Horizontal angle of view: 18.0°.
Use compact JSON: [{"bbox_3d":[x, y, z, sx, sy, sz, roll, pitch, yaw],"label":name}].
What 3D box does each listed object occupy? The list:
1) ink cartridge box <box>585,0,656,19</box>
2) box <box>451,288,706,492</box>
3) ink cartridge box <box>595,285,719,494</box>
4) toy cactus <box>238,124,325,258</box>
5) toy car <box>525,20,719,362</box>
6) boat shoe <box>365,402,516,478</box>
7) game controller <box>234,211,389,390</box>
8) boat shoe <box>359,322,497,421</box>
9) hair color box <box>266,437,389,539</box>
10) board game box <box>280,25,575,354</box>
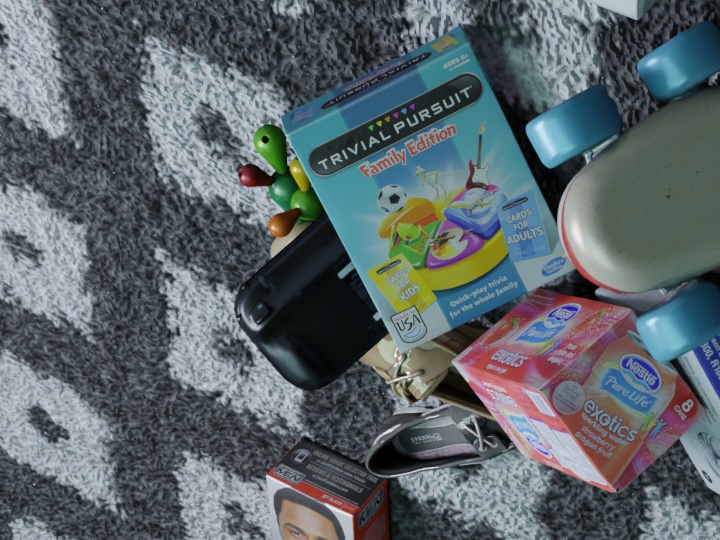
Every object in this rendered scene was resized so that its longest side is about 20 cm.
[{"bbox_3d":[0.127,-0.276,1.412,0.200,0.145,0.145,24,139,24],"label":"ink cartridge box"},{"bbox_3d":[0.161,0.087,1.701,0.103,0.095,0.200,53,170,-12],"label":"box"},{"bbox_3d":[0.269,0.100,1.653,0.200,0.041,0.200,58,168,-17],"label":"ink cartridge box"},{"bbox_3d":[-0.030,-0.025,1.847,0.200,0.102,0.165,39,154,-11],"label":"toy cactus"},{"bbox_3d":[0.207,-0.048,1.585,0.185,0.177,0.200,60,171,0],"label":"toy car"},{"bbox_3d":[0.080,0.141,1.918,0.200,0.057,0.067,-19,111,49],"label":"boat shoe"},{"bbox_3d":[0.000,0.000,1.760,0.104,0.200,0.042,51,174,-17],"label":"game controller"},{"bbox_3d":[0.050,0.069,1.804,0.199,0.065,0.071,17,145,-13],"label":"boat shoe"},{"bbox_3d":[-0.027,0.261,2.124,0.101,0.061,0.200,22,137,27],"label":"hair color box"},{"bbox_3d":[0.052,-0.058,1.691,0.151,0.047,0.200,-27,113,4],"label":"board game box"}]
